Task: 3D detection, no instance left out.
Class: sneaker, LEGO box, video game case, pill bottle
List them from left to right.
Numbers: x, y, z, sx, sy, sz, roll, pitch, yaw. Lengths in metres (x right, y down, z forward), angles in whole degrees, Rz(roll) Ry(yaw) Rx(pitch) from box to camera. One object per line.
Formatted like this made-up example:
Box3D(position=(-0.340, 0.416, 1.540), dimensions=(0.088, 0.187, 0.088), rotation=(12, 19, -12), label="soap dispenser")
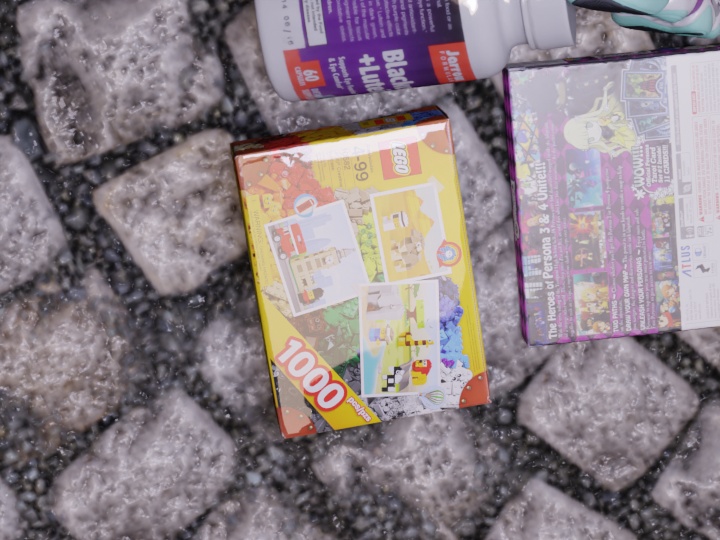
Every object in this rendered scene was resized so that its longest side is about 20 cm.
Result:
Box3D(position=(0.000, 0.000, 1.602), dimensions=(0.149, 0.077, 0.200), rotation=(-10, 103, -3), label="LEGO box")
Box3D(position=(0.038, -0.176, 1.531), dimensions=(0.200, 0.111, 0.112), rotation=(-6, 103, 11), label="pill bottle")
Box3D(position=(0.196, -0.054, 1.631), dimensions=(0.181, 0.036, 0.200), rotation=(-7, 102, -4), label="video game case")
Box3D(position=(0.200, -0.229, 1.528), dimensions=(0.078, 0.200, 0.140), rotation=(10, 92, 21), label="sneaker")
